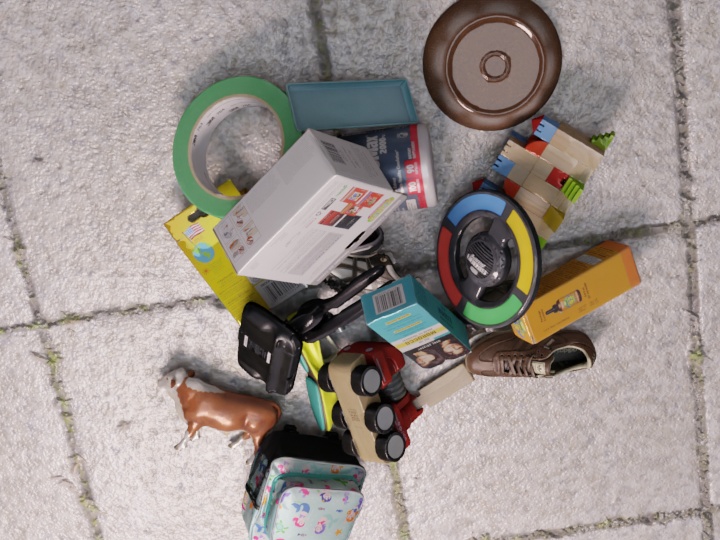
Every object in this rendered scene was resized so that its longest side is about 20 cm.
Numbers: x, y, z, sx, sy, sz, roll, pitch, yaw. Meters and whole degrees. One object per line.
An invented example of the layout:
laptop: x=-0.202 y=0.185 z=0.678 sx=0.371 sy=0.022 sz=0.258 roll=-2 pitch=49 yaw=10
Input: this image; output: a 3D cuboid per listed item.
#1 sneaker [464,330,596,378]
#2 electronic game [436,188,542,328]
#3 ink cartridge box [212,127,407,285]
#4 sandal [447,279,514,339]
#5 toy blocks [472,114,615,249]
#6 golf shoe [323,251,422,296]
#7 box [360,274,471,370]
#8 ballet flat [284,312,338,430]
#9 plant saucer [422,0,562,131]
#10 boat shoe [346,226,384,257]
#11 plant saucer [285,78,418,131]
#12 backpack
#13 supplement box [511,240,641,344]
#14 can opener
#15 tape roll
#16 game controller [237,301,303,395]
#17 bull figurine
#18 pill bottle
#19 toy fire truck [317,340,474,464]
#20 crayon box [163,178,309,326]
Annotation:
sneaker: x=0.261 y=0.131 z=1.742 sx=0.199 sy=0.076 sz=0.071 roll=-10 pitch=109 yaw=1
electronic game: x=0.181 y=-0.016 z=1.631 sx=0.042 sy=0.200 sz=0.201 roll=-8 pitch=116 yaw=-40
ink cartridge box: x=-0.064 y=-0.077 z=1.520 sx=0.200 sy=0.175 sz=0.084 roll=-43 pitch=62 yaw=22
sandal: x=0.177 y=0.061 z=1.728 sx=0.200 sy=0.057 sz=0.080 roll=-22 pitch=114 yaw=19
toy blocks: x=0.253 y=-0.145 z=1.641 sx=0.136 sy=0.100 sz=0.200 roll=32 pitch=116 yaw=2
golf shoe: x=0.000 y=0.000 z=1.701 sx=0.200 sy=0.078 sz=0.095 roll=34 pitch=82 yaw=-9
box: x=0.082 y=0.078 z=1.630 sx=0.082 sy=0.049 sz=0.200 roll=-24 pitch=147 yaw=18
ballet flat: x=-0.060 y=0.152 z=1.754 sx=0.067 sy=0.067 sz=0.201 roll=-23 pitch=108 yaw=-14
plant saucer: x=0.188 y=-0.291 z=1.609 sx=0.200 sy=0.037 sz=0.201 roll=-1 pitch=111 yaw=-1
boat shoe: x=-0.063 y=-0.054 z=1.631 sx=0.199 sy=0.063 sz=0.073 roll=3 pitch=79 yaw=-9
plant saucer: x=-0.012 y=-0.227 z=1.574 sx=0.200 sy=0.019 sz=0.070 roll=-8 pitch=78 yaw=-33
backpack: x=-0.092 y=0.367 z=1.783 sx=0.177 sy=0.151 sz=0.200 roll=11 pitch=118 yaw=-23
supplement box: x=0.311 y=0.030 z=1.677 sx=0.200 sy=0.069 sz=0.067 roll=-28 pitch=111 yaw=-17
can opener: x=-0.025 y=0.054 z=1.642 sx=0.200 sy=0.079 sz=0.063 roll=-29 pitch=106 yaw=31
tape roll: x=-0.164 y=-0.167 z=1.585 sx=0.200 sy=0.048 sz=0.201 roll=-3 pitch=81 yaw=20
game controller: x=-0.137 y=0.117 z=1.684 sx=0.104 sy=0.200 sz=0.042 roll=43 pitch=62 yaw=15
bull figurine: x=-0.226 y=0.225 z=1.773 sx=0.199 sy=0.065 sz=0.122 roll=16 pitch=111 yaw=-6
pill bottle: x=0.004 y=-0.137 z=1.614 sx=0.199 sy=0.120 sz=0.120 roll=-8 pitch=110 yaw=6
toy fire truck: x=0.061 y=0.177 z=1.749 sx=0.128 sy=0.200 sz=0.176 roll=-1 pitch=116 yaw=44
crayon box: x=-0.181 y=-0.030 z=1.687 sx=0.127 sy=0.051 sz=0.200 roll=-32 pitch=108 yaw=10
